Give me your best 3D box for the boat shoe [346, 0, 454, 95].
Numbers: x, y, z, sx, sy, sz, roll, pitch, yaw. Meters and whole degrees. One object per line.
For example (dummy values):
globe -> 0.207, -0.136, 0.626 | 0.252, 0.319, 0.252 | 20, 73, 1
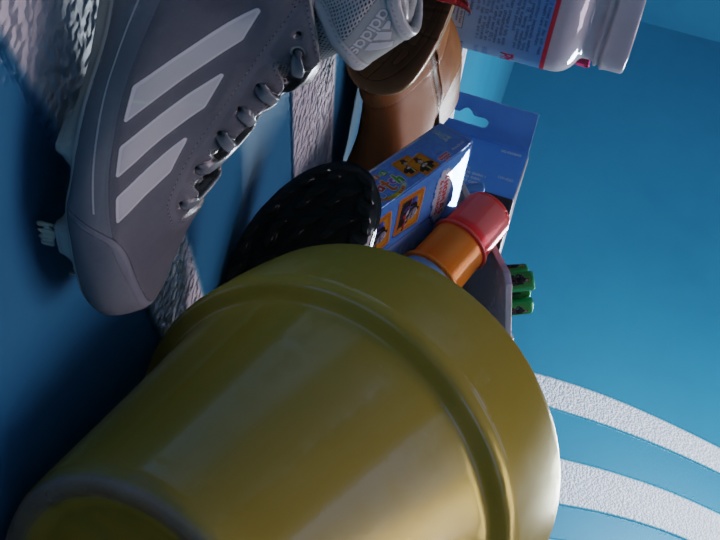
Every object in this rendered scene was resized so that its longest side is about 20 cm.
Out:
boat shoe -> 0.038, -0.213, 0.749 | 0.072, 0.072, 0.201 | 34, 66, -81

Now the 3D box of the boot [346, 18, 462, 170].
boot -> 0.016, -0.122, 0.831 | 0.155, 0.073, 0.201 | 70, 41, -63

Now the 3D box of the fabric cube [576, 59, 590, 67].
fabric cube -> 0.321, -0.465, 1.824 | 0.196, 0.199, 0.201 | -47, 155, -75

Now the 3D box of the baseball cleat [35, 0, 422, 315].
baseball cleat -> -0.040, -0.061, 0.343 | 0.070, 0.106, 0.201 | -71, 176, -57

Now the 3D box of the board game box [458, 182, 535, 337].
board game box -> 0.109, 0.049, 0.907 | 0.200, 0.026, 0.201 | -104, -170, -63

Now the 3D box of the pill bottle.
pill bottle -> 0.136, -0.233, 0.923 | 0.109, 0.199, 0.109 | 17, 90, -82

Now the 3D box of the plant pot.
plant pot -> -0.038, 0.108, 0.464 | 0.189, 0.200, 0.202 | -30, 139, -57

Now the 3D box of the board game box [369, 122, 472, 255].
board game box -> 0.000, 0.000, 0.784 | 0.200, 0.036, 0.152 | -36, 149, -39

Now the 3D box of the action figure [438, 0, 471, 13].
action figure -> 0.022, -0.195, 0.571 | 0.200, 0.098, 0.066 | 6, 102, -85

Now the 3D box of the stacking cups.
stacking cups -> 0.037, 0.016, 0.763 | 0.200, 0.060, 0.061 | -48, 162, -27

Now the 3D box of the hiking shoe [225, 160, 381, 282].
hiking shoe -> -0.042, 0.027, 0.650 | 0.201, 0.074, 0.087 | -64, 167, 10

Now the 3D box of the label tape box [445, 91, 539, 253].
label tape box -> 0.081, -0.074, 1.088 | 0.063, 0.143, 0.201 | -57, 162, -58
